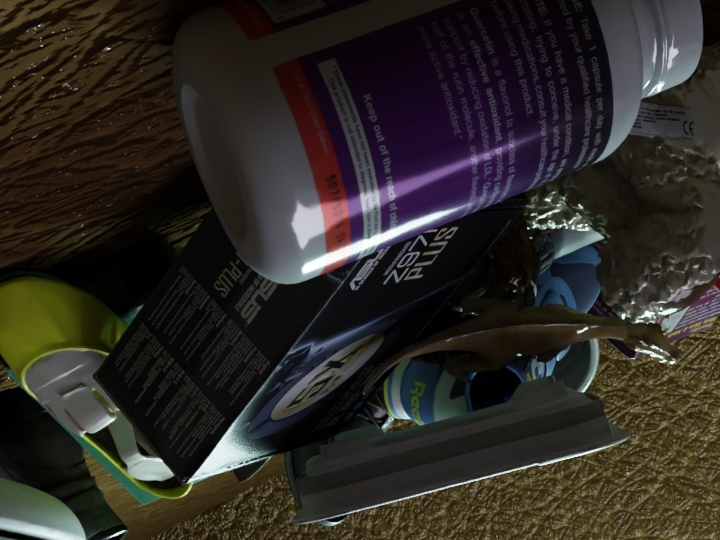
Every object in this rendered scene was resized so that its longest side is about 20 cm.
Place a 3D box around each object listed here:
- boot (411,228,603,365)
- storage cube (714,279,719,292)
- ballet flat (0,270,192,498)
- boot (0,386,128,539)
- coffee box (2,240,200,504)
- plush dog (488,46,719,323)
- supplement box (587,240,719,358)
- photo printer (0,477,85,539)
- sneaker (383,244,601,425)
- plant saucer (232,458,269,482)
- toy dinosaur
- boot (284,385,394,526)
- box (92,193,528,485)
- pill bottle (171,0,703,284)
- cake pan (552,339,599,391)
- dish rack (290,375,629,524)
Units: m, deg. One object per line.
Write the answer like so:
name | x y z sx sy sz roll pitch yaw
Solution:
boot | 0.120 -0.016 0.963 0.211 0.080 0.158 -20 -155 23
storage cube | 0.330 -0.040 0.986 0.180 0.200 0.171 -46 -166 15
ballet flat | -0.148 0.075 0.836 0.067 0.067 0.200 -25 140 7
boot | -0.244 0.151 1.015 0.068 0.131 0.200 -19 -179 -39
coffee box | -0.133 0.073 0.930 0.123 0.044 0.200 -25 141 5
plush dog | 0.147 -0.073 0.865 0.172 0.161 0.200 -15 -154 49
supplement box | 0.269 -0.041 1.182 0.131 0.103 0.200 -15 141 -46
photo printer | -0.282 0.157 0.890 0.200 0.070 0.166 3 164 20
sneaker | 0.112 0.052 1.013 0.200 0.074 0.082 -38 -143 -23
plant saucer | -0.060 0.084 1.208 0.200 0.032 0.200 -54 -171 12
toy dinosaur | 0.083 0.036 0.835 0.200 0.058 0.101 -4 176 -17
boot | 0.026 0.089 1.110 0.069 0.200 0.174 32 143 -23
box | -0.024 0.009 0.798 0.200 0.086 0.164 -52 159 22
pill bottle | 0.032 -0.078 0.577 0.200 0.113 0.112 -22 170 -15
cake pan | 0.102 0.047 1.200 0.200 0.200 0.037 -33 -155 40
dish rack | 0.056 0.104 0.871 0.200 0.044 0.172 -16 177 4
